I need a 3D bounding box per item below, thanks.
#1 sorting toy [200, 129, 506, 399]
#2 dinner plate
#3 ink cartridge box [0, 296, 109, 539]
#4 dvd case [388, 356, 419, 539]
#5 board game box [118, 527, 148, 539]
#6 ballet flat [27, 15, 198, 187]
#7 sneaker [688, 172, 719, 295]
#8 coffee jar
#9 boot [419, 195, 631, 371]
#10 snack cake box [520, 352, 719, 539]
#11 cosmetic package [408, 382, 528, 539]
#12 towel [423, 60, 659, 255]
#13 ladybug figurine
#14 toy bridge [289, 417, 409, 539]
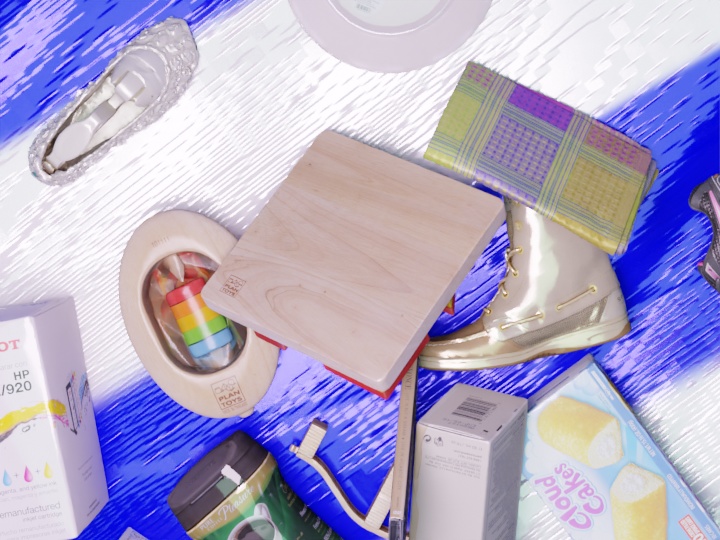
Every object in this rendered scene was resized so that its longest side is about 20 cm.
[{"bbox_3d":[0.000,0.000,1.625,0.199,0.070,0.199,24,66,30],"label":"sorting toy"},{"bbox_3d":[0.026,-0.278,1.671,0.198,0.024,0.202,1,98,4],"label":"dinner plate"},{"bbox_3d":[-0.327,0.139,1.681,0.146,0.145,0.202,-10,96,5],"label":"ink cartridge box"},{"bbox_3d":[0.037,0.177,1.613,0.016,0.201,0.149,4,137,3],"label":"dvd case"},{"bbox_3d":[-0.235,0.358,1.724,0.103,0.105,0.201,34,97,-1],"label":"board game box"},{"bbox_3d":[-0.222,-0.146,1.681,0.200,0.072,0.072,-44,93,7],"label":"ballet flat"},{"bbox_3d":[0.348,0.003,1.669,0.086,0.080,0.202,-15,88,17],"label":"sneaker"},{"bbox_3d":[-0.081,0.248,1.710,0.104,0.085,0.200,-41,94,10],"label":"coffee jar"},{"bbox_3d":[0.134,0.003,1.670,0.198,0.073,0.157,-12,98,-2],"label":"boot"},{"bbox_3d":[0.224,0.191,1.694,0.115,0.067,0.201,-37,93,6],"label":"snack cake box"},{"bbox_3d":[0.092,0.214,1.641,0.072,0.103,0.202,13,112,21],"label":"cosmetic package"},{"bbox_3d":[0.162,-0.097,1.634,0.199,0.144,0.023,27,136,0],"label":"towel"},{"bbox_3d":[-0.143,0.040,1.695,0.135,0.072,0.202,-21,95,5],"label":"ladybug figurine"},{"bbox_3d":[0.023,0.210,1.728,0.199,0.027,0.068,27,99,-1],"label":"toy bridge"}]
